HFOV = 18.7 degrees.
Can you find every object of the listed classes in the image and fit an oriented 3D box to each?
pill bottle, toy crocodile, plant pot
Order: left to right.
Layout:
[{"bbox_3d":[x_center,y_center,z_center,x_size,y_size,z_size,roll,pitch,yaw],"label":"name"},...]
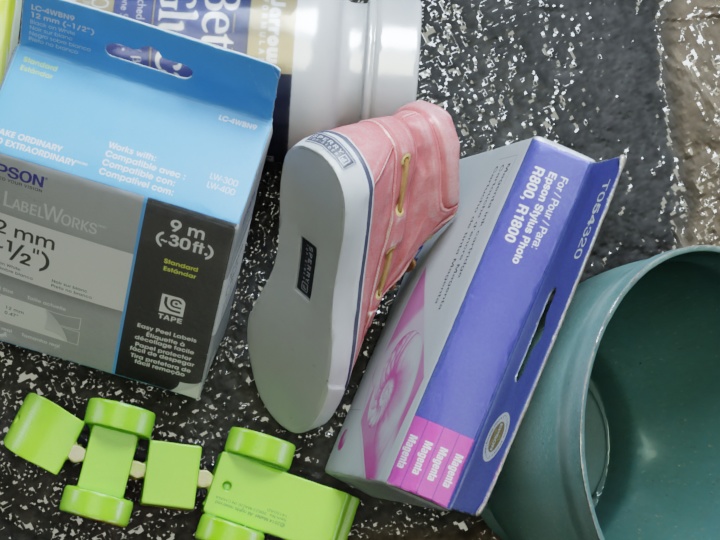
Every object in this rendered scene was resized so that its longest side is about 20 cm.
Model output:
[{"bbox_3d":[-0.100,0.115,1.210,0.200,0.062,0.068,14,81,-4],"label":"toy crocodile"},{"bbox_3d":[-0.068,-0.117,1.212,0.200,0.111,0.111,3,82,-1],"label":"pill bottle"},{"bbox_3d":[0.139,0.091,1.158,0.200,0.134,0.200,4,83,-40],"label":"plant pot"}]

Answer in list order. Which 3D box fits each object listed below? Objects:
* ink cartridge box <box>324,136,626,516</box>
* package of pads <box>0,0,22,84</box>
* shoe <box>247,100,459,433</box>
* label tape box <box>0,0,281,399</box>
[{"bbox_3d":[0.054,0.028,1.151,0.043,0.200,0.196,25,81,-11],"label":"ink cartridge box"},{"bbox_3d":[-0.273,-0.133,1.232,0.154,0.068,0.200,7,80,-1],"label":"package of pads"},{"bbox_3d":[0.000,0.000,1.188,0.091,0.200,0.071,-24,50,-35],"label":"shoe"},{"bbox_3d":[-0.131,-0.037,1.161,0.143,0.200,0.066,17,44,1],"label":"label tape box"}]
